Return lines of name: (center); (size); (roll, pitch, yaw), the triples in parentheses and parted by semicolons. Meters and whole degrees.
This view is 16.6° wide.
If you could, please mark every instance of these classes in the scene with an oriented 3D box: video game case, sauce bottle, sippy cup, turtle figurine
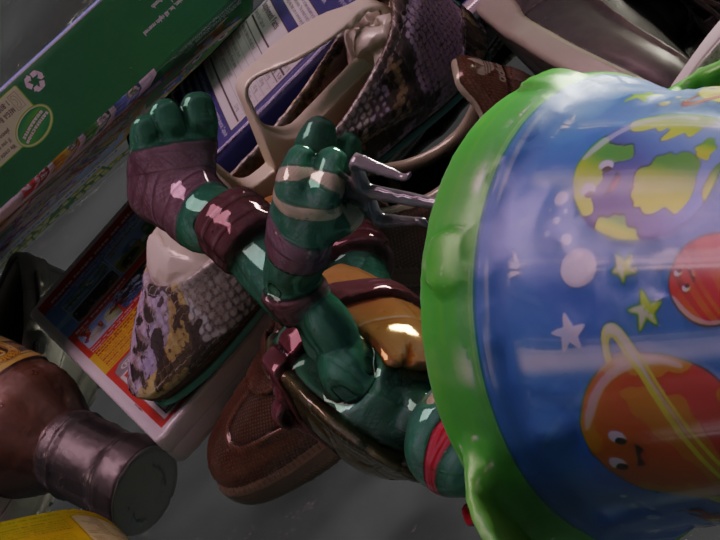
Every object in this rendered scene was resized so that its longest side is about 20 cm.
video game case: (-0.065, -0.005, 1.053); (0.143, 0.017, 0.200); (-49, 26, -4)
sauce bottle: (-0.162, 0.058, 1.055); (0.199, 0.065, 0.065); (21, 68, 32)
sippy cup: (0.107, 0.008, 0.656); (0.130, 0.139, 0.180); (-6, 79, 45)
turtle figurine: (0.009, 0.012, 0.782); (0.101, 0.149, 0.200); (-54, 44, 5)

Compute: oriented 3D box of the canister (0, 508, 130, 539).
canister: (-0.115, 0.148, 0.829); (0.147, 0.087, 0.200); (-14, 12, -17)

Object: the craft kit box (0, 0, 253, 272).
craft kit box: (-0.134, -0.067, 1.133); (0.200, 0.049, 0.198); (-43, 3, -3)

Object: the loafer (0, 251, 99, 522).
loafer: (-0.171, 0.076, 1.131); (0.070, 0.070, 0.201); (-31, 28, 38)

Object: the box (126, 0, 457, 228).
box: (-0.017, -0.101, 1.048); (0.200, 0.032, 0.121); (-46, 21, 8)

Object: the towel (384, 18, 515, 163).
towel: (0.014, -0.106, 1.123); (0.193, 0.035, 0.200); (-46, 23, 9)

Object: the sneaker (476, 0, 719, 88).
sneaker: (0.108, -0.103, 0.886); (0.106, 0.075, 0.200); (-47, 21, 5)

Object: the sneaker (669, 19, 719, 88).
sneaker: (0.169, -0.091, 0.778); (0.200, 0.070, 0.080); (-43, 13, 0)

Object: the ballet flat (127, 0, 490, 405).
ballet flat: (-0.037, -0.040, 0.962); (0.200, 0.072, 0.072); (-47, 22, -1)

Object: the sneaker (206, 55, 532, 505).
sneaker: (0.000, 0.000, 0.922); (0.200, 0.075, 0.071); (-44, 23, 13)

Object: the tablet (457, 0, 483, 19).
tablet: (0.057, -0.145, 1.042); (0.200, 0.014, 0.130); (-42, 22, 15)
